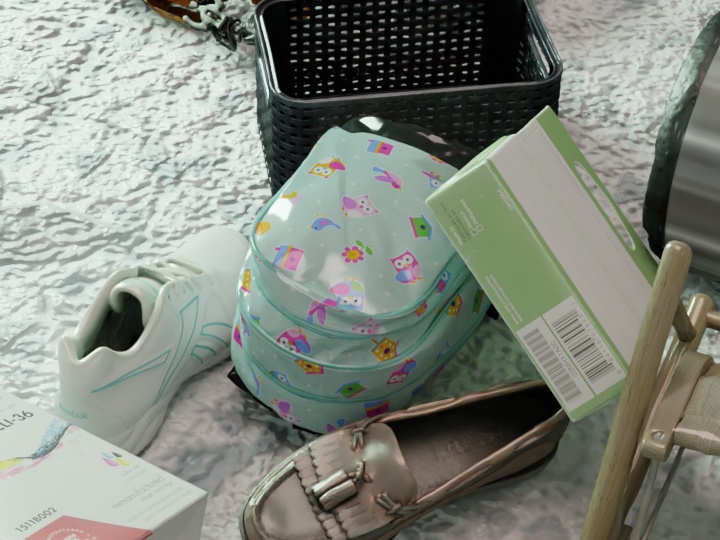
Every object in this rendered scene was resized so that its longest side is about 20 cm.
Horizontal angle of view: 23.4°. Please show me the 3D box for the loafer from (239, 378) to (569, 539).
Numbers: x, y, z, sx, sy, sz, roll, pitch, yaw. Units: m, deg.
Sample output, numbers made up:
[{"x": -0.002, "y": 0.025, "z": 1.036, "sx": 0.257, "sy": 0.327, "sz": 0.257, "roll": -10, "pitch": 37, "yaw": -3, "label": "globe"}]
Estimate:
[{"x": 0.027, "y": 0.101, "z": 0.947, "sx": 0.198, "sy": 0.063, "sz": 0.072, "roll": -19, "pitch": 68, "yaw": -24, "label": "loafer"}]

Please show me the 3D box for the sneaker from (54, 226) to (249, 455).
[{"x": -0.116, "y": 0.027, "z": 1.033, "sx": 0.070, "sy": 0.081, "sz": 0.201, "roll": 15, "pitch": 40, "yaw": 18, "label": "sneaker"}]

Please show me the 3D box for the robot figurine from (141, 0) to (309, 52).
[{"x": -0.103, "y": -0.245, "z": 1.337, "sx": 0.198, "sy": 0.058, "sz": 0.146, "roll": 23, "pitch": 84, "yaw": 26, "label": "robot figurine"}]

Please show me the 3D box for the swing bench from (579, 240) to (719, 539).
[{"x": 0.219, "y": 0.119, "z": 0.870, "sx": 0.197, "sy": 0.130, "sz": 0.202, "roll": 19, "pitch": 81, "yaw": 22, "label": "swing bench"}]

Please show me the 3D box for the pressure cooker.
[{"x": 0.293, "y": -0.059, "z": 1.074, "sx": 0.198, "sy": 0.179, "sz": 0.177, "roll": 21, "pitch": 66, "yaw": 22, "label": "pressure cooker"}]

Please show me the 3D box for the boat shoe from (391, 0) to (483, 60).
[{"x": 0.087, "y": -0.232, "z": 1.350, "sx": 0.072, "sy": 0.071, "sz": 0.200, "roll": 25, "pitch": 46, "yaw": 26, "label": "boat shoe"}]

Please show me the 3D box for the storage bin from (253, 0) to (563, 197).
[{"x": 0.030, "y": -0.122, "z": 1.203, "sx": 0.197, "sy": 0.095, "sz": 0.136, "roll": -5, "pitch": 40, "yaw": -8, "label": "storage bin"}]

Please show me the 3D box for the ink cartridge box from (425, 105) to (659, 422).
[{"x": 0.115, "y": -0.012, "z": 1.005, "sx": 0.048, "sy": 0.146, "sz": 0.200, "roll": -34, "pitch": 3, "yaw": 19, "label": "ink cartridge box"}]

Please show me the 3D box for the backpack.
[{"x": 0.000, "y": 0.000, "z": 1.030, "sx": 0.165, "sy": 0.128, "sz": 0.200, "roll": 20, "pitch": 45, "yaw": 18, "label": "backpack"}]

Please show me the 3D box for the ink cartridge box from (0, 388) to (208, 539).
[{"x": -0.194, "y": 0.123, "z": 0.902, "sx": 0.198, "sy": 0.068, "sz": 0.116, "roll": 22, "pitch": 25, "yaw": 23, "label": "ink cartridge box"}]
